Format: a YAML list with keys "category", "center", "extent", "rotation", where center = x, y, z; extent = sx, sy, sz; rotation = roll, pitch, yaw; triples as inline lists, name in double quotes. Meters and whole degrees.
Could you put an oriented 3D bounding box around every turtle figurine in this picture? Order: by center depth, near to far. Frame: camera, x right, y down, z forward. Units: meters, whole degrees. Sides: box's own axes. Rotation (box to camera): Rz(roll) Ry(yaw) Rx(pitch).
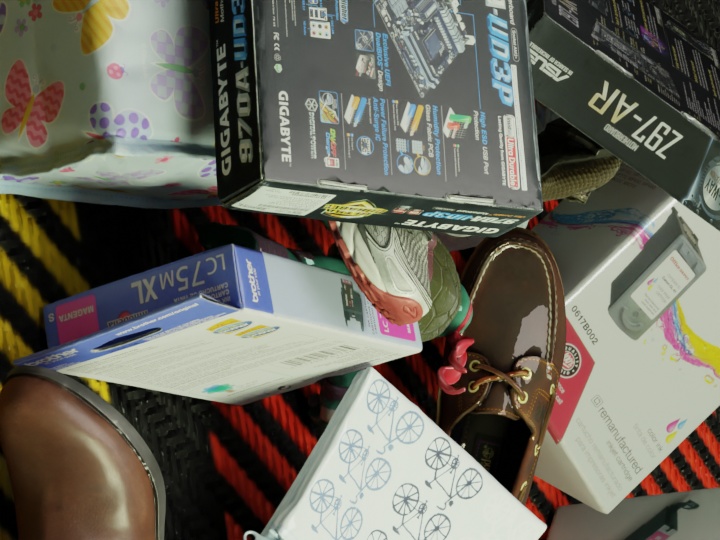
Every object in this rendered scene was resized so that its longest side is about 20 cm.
- category: "turtle figurine"
  center: [0.000, 0.000, 1.613]
  extent: [0.200, 0.100, 0.150]
  rotation: [35, 52, -44]

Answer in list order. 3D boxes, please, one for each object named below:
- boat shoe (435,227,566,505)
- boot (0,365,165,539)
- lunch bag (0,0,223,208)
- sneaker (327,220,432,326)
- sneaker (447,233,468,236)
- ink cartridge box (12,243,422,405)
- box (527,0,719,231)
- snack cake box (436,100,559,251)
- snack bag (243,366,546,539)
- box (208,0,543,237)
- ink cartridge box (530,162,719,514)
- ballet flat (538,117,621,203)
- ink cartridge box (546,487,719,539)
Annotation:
- category: "boat shoe"
  center: [0.078, 0.077, 1.676]
  extent: [0.070, 0.070, 0.201]
  rotation: [-78, 176, -82]
- category: "boot"
  center: [-0.161, 0.168, 1.339]
  extent: [0.200, 0.068, 0.189]
  rotation: [-51, 137, -45]
- category: "lunch bag"
  center: [-0.092, -0.123, 1.452]
  extent: [0.200, 0.127, 0.171]
  rotation: [6, 75, -53]
- category: "sneaker"
  center: [0.022, -0.066, 1.462]
  extent: [0.078, 0.082, 0.201]
  rotation: [59, 25, -56]
- category: "sneaker"
  center: [0.057, -0.084, 1.594]
  extent: [0.115, 0.200, 0.074]
  rotation: [-4, 121, -30]
- category: "ink cartridge box"
  center: [-0.070, 0.028, 1.458]
  extent: [0.200, 0.119, 0.042]
  rotation: [11, 65, -58]
- category: "box"
  center: [0.154, -0.115, 1.678]
  extent: [0.160, 0.044, 0.200]
  rotation: [34, 19, -11]
- category: "snack cake box"
  center: [0.074, -0.121, 1.795]
  extent: [0.115, 0.067, 0.200]
  rotation: [58, 37, -30]
- category: "snack bag"
  center: [0.002, 0.177, 1.549]
  extent: [0.200, 0.021, 0.189]
  rotation: [-57, 133, -13]
- category: "box"
  center: [0.005, -0.124, 1.404]
  extent: [0.158, 0.046, 0.201]
  rotation: [5, 73, -31]
- category: "ink cartridge box"
  center: [0.167, 0.026, 1.797]
  extent: [0.200, 0.086, 0.148]
  rotation: [-42, 122, -13]
- category: "ballet flat"
  center: [0.087, -0.052, 1.690]
  extent: [0.200, 0.067, 0.047]
  rotation: [-16, 130, -54]
- category: "ink cartridge box"
  center: [0.192, 0.208, 1.760]
  extent: [0.044, 0.199, 0.174]
  rotation: [60, 35, -32]
